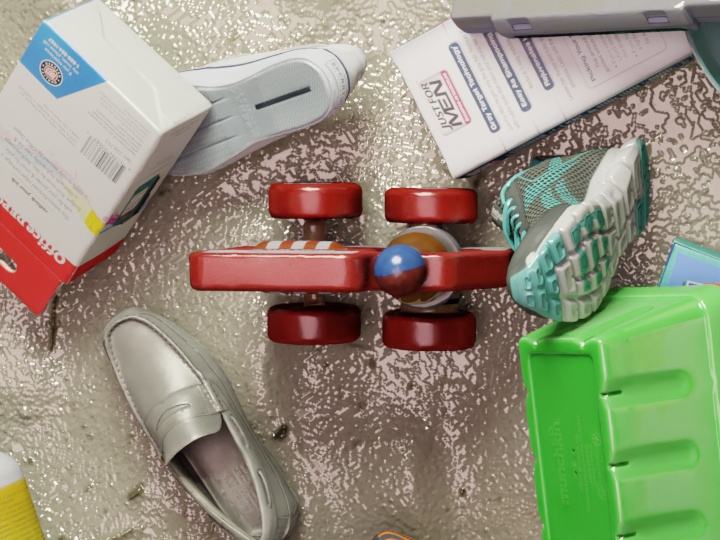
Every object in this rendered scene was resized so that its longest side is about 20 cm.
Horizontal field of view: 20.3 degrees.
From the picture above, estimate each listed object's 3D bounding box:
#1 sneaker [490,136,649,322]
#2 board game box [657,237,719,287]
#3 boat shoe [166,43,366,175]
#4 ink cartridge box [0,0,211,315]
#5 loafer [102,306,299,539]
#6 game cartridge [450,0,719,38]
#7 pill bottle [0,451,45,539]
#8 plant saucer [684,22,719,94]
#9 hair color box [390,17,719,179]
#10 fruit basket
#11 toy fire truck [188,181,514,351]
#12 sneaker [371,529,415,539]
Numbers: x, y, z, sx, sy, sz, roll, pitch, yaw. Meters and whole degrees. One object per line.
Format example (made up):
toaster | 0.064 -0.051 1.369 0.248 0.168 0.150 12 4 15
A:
sneaker | 0.124 -0.026 1.318 0.091 0.200 0.078 3 114 25
board game box | 0.250 0.097 1.364 0.152 0.045 0.201 21 99 11
boat shoe | -0.081 -0.113 1.410 0.199 0.067 0.074 -7 106 34
ink cartridge box | -0.206 -0.076 1.417 0.116 0.067 0.200 43 126 6
loafer | -0.116 0.111 1.430 0.070 0.070 0.200 -41 85 12
game cartridge | 0.159 -0.213 1.291 0.199 0.038 0.130 2 75 33
pill bottle | -0.285 0.199 1.452 0.112 0.112 0.201 -18 90 13
plant saucer | 0.296 -0.173 1.309 0.199 0.036 0.201 2 81 -10
hair color box | 0.132 -0.151 1.362 0.200 0.061 0.100 -27 88 12
fruit basket | 0.221 0.108 1.297 0.215 0.155 0.216 1 88 -29
toy fire truck | 0.000 0.000 1.347 0.199 0.168 0.113 2 95 12
sneaker | 0.110 0.208 1.395 0.200 0.078 0.112 29 92 3
